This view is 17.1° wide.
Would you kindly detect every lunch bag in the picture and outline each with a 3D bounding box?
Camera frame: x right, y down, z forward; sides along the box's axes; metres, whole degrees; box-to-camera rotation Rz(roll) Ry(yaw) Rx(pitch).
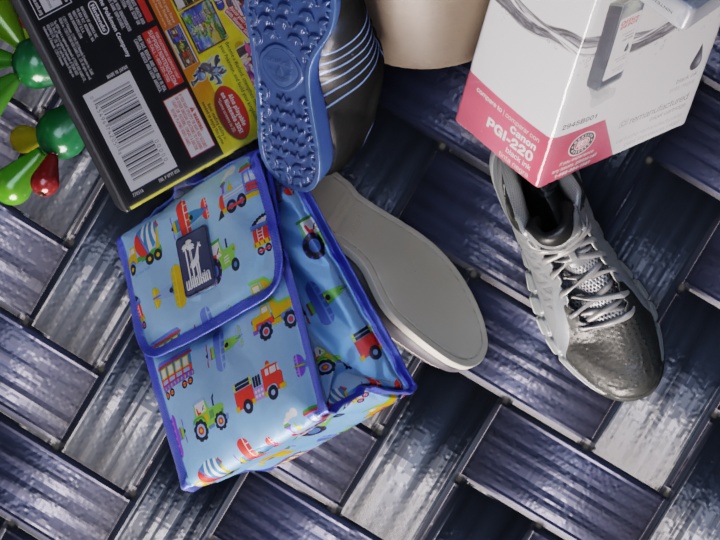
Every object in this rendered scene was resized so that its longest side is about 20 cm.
[{"bbox_3d":[-0.075,0.022,1.580,0.151,0.094,0.200,-32,76,40],"label":"lunch bag"}]

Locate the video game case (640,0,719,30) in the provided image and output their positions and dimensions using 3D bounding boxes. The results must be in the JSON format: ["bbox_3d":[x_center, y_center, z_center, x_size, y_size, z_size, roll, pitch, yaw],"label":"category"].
[{"bbox_3d":[0.176,-0.235,1.404,0.182,0.200,0.022,40,138,18],"label":"video game case"}]

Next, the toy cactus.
[{"bbox_3d":[-0.188,-0.136,1.561,0.165,0.102,0.200,7,94,-4],"label":"toy cactus"}]

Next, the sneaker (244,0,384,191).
[{"bbox_3d":[-0.023,-0.148,1.495,0.070,0.078,0.200,25,133,24],"label":"sneaker"}]

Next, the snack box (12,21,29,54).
[{"bbox_3d":[-0.124,-0.195,1.615,0.200,0.053,0.142,9,94,5],"label":"snack box"}]

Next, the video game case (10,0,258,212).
[{"bbox_3d":[-0.119,-0.166,1.532,0.181,0.025,0.200,-30,109,-13],"label":"video game case"}]

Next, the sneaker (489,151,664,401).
[{"bbox_3d":[0.136,-0.002,1.562,0.075,0.115,0.200,-28,88,6],"label":"sneaker"}]

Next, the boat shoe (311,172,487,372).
[{"bbox_3d":[0.000,0.000,1.616,0.200,0.073,0.063,42,137,-2],"label":"boat shoe"}]

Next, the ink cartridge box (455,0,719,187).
[{"bbox_3d":[0.156,-0.168,1.491,0.085,0.146,0.200,43,139,30],"label":"ink cartridge box"}]

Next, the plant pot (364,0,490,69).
[{"bbox_3d":[0.038,-0.229,1.529,0.200,0.200,0.175,3,131,6],"label":"plant pot"}]
